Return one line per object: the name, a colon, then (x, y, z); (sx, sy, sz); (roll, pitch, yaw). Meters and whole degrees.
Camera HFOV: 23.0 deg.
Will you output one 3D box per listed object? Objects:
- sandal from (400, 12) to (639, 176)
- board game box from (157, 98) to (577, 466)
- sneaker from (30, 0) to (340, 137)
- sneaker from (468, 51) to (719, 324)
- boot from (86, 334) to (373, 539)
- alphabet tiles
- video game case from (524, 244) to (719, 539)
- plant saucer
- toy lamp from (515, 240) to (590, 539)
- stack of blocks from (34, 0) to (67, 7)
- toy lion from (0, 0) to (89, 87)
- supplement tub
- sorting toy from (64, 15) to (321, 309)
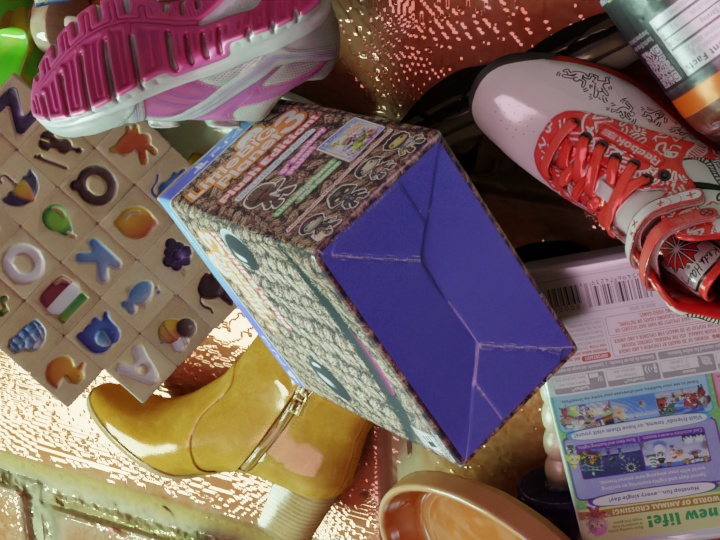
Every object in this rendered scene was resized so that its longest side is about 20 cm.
sandal: (0.083, -0.085, 1.014); (0.200, 0.080, 0.057); (-21, 114, 37)
board game box: (0.000, 0.000, 1.010); (0.160, 0.097, 0.200); (55, 163, -26)
sneaker: (-0.097, -0.115, 1.033); (0.199, 0.082, 0.088); (-15, 145, 16)
sneaker: (0.141, -0.043, 0.910); (0.201, 0.108, 0.067); (28, 118, 2)
boot: (-0.086, 0.085, 1.211); (0.201, 0.071, 0.145); (30, 119, 13)
alphabet tiles: (-0.173, -0.017, 1.093); (0.200, 0.006, 0.166); (43, 93, -14)
video game case: (0.205, 0.066, 1.007); (0.199, 0.022, 0.183); (-10, 106, 18)
plant saucer: (0.098, 0.202, 1.126); (0.200, 0.032, 0.201); (33, 150, 23)
toy lamp: (0.120, 0.083, 1.082); (0.058, 0.058, 0.201); (6, 112, 30)
stack of blocks: (-0.139, -0.202, 1.024); (0.200, 0.114, 0.059); (-169, 66, -79)
toy lion: (-0.247, -0.072, 1.151); (0.068, 0.192, 0.201); (8, 116, 29)
supplement tub: (0.182, -0.144, 0.903); (0.107, 0.107, 0.200); (-35, 92, 38)
sorting toy: (-0.099, -0.054, 1.134); (0.179, 0.107, 0.201); (12, 107, 13)
